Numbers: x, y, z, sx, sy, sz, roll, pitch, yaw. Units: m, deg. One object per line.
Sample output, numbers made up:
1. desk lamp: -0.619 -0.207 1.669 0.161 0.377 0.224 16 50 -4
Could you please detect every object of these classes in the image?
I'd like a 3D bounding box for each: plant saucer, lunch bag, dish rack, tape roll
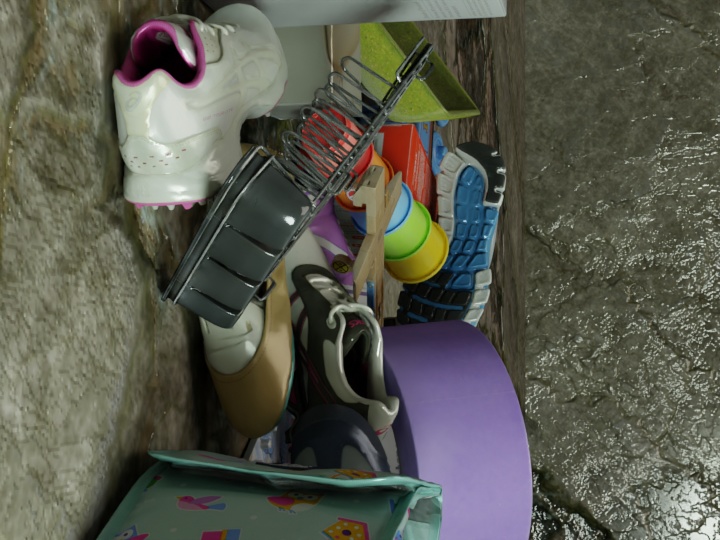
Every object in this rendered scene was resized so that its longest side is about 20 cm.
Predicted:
1. plant saucer: 0.015 -0.201 1.154 0.200 0.048 0.200 54 14 2
2. lunch bag: -0.051 0.167 0.730 0.200 0.169 0.123 -60 149 -58
3. dish rack: -0.032 -0.062 0.809 0.200 0.054 0.153 -54 -178 -37
4. tape roll: 0.042 0.139 0.964 0.200 0.084 0.201 176 -90 -70

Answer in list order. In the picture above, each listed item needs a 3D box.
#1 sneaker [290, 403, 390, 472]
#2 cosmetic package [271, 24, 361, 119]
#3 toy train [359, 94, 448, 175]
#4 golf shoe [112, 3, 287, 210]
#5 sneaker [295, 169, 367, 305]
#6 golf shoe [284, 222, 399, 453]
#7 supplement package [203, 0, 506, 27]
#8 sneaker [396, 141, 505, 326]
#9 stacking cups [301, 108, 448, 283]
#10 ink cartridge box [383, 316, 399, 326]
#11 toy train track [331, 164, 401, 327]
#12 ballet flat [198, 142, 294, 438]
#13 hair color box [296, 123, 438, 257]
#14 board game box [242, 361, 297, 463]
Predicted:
1. sneaker: -0.011 0.188 0.852 0.082 0.070 0.201 -64 148 -69
2. cosmetic package: -0.044 -0.219 1.004 0.104 0.073 0.201 -8 96 -77
3. toy train: 0.040 -0.130 1.355 0.114 0.086 0.201 33 59 -64
4. golf shoe: -0.093 -0.121 0.786 0.200 0.075 0.092 -76 157 -52
5. sneaker: -0.027 -0.021 1.076 0.200 0.072 0.115 27 60 -76
6. golf shoe: -0.023 0.033 0.917 0.077 0.088 0.201 -4 65 -40
7. supplement package: -0.007 -0.234 0.877 0.117 0.199 0.118 20 70 -76
8. sneaker: 0.087 -0.005 1.162 0.087 0.075 0.201 73 34 -68
9. stacking cups: 0.012 -0.055 1.035 0.200 0.060 0.061 48 43 -58
10. ink cartridge box: 0.016 0.162 1.167 0.165 0.075 0.201 -89 173 -74
11. toy train track: 0.000 0.000 0.999 0.201 0.032 0.115 89 18 -47
12. ballet flat: -0.082 0.009 0.880 0.063 0.068 0.201 25 58 -50
13. hair color box: 0.015 -0.062 1.190 0.200 0.101 0.062 61 33 -66
14. board game box: -0.052 0.197 1.054 0.200 0.026 0.201 -68 154 -58
